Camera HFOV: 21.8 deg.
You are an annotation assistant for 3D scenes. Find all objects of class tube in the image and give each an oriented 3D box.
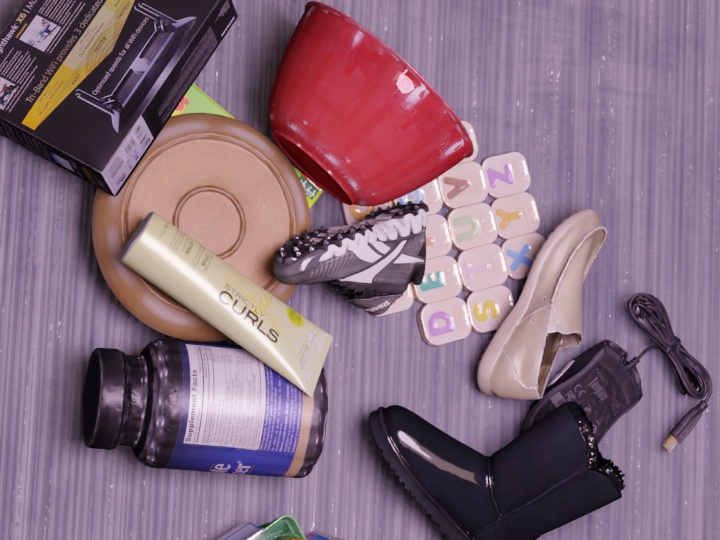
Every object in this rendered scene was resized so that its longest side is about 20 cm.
[{"bbox_3d":[-0.110,0.025,1.590,0.199,0.052,0.058,37,81,-13],"label":"tube"}]

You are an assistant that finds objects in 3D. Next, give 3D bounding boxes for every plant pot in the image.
[{"bbox_3d":[-0.134,-0.040,1.628,0.198,0.027,0.202,2,84,-19],"label":"plant pot"}]

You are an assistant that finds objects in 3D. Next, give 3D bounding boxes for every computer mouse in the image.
[{"bbox_3d":[0.243,0.132,1.782,0.200,0.046,0.141,-46,105,-16],"label":"computer mouse"}]

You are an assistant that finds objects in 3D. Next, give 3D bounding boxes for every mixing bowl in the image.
[{"bbox_3d":[-0.008,-0.129,1.648,0.200,0.200,0.109,42,82,-10],"label":"mixing bowl"}]

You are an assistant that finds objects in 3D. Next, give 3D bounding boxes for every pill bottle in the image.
[{"bbox_3d":[-0.136,0.118,1.617,0.198,0.112,0.113,6,82,-18],"label":"pill bottle"}]

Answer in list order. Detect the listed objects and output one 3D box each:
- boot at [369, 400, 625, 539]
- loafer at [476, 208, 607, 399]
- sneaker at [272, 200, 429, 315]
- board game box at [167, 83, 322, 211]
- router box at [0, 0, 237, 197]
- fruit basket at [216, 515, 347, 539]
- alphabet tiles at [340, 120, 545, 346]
[{"bbox_3d":[0.126,0.163,1.686,0.168,0.076,0.201,-36,103,11],"label":"boot"},{"bbox_3d":[0.183,0.038,1.746,0.068,0.076,0.201,27,84,22],"label":"loafer"},{"bbox_3d":[0.000,0.000,1.657,0.199,0.066,0.091,-20,105,-51],"label":"sneaker"},{"bbox_3d":[-0.143,-0.092,1.669,0.200,0.048,0.102,39,74,-12],"label":"board game box"},{"bbox_3d":[-0.225,-0.186,1.612,0.156,0.052,0.201,28,74,18],"label":"router box"},{"bbox_3d":[-0.082,0.273,1.573,0.184,0.200,0.094,-32,96,-18],"label":"fruit basket"},{"bbox_3d":[0.083,-0.036,1.759,0.194,0.015,0.202,-13,89,-19],"label":"alphabet tiles"}]
